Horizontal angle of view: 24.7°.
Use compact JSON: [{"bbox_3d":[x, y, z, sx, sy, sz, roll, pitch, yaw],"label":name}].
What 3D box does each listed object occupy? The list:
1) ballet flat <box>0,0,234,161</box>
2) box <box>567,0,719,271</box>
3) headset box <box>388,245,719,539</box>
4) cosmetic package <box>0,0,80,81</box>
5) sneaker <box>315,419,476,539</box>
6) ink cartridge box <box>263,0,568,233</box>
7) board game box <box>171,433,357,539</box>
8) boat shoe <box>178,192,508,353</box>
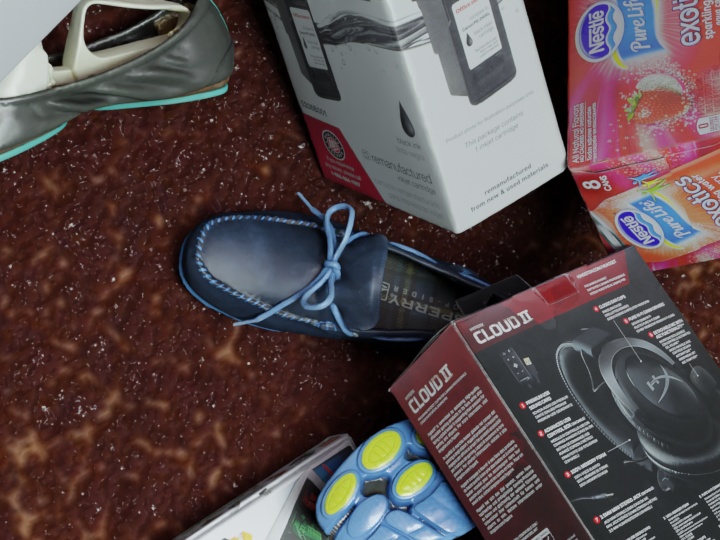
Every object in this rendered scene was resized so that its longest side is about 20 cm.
[{"bbox_3d":[-0.160,-0.108,0.878,0.199,0.068,0.069,-22,121,-30],"label":"ballet flat"},{"bbox_3d":[0.176,-0.109,0.944,0.100,0.095,0.201,57,29,-45],"label":"box"},{"bbox_3d":[0.123,0.087,0.864,0.148,0.077,0.200,-21,70,-39],"label":"headset box"},{"bbox_3d":[-0.232,-0.192,0.786,0.200,0.123,0.200,33,69,18],"label":"cosmetic package"},{"bbox_3d":[0.055,0.109,0.918,0.199,0.083,0.071,-28,72,-39],"label":"sneaker"},{"bbox_3d":[0.016,-0.139,0.877,0.083,0.145,0.201,-31,119,-21],"label":"ink cartridge box"},{"bbox_3d":[-0.013,0.209,0.912,0.126,0.035,0.201,-30,95,-25],"label":"board game box"},{"bbox_3d":[0.000,0.000,0.929,0.199,0.069,0.085,7,80,-21],"label":"boat shoe"}]
